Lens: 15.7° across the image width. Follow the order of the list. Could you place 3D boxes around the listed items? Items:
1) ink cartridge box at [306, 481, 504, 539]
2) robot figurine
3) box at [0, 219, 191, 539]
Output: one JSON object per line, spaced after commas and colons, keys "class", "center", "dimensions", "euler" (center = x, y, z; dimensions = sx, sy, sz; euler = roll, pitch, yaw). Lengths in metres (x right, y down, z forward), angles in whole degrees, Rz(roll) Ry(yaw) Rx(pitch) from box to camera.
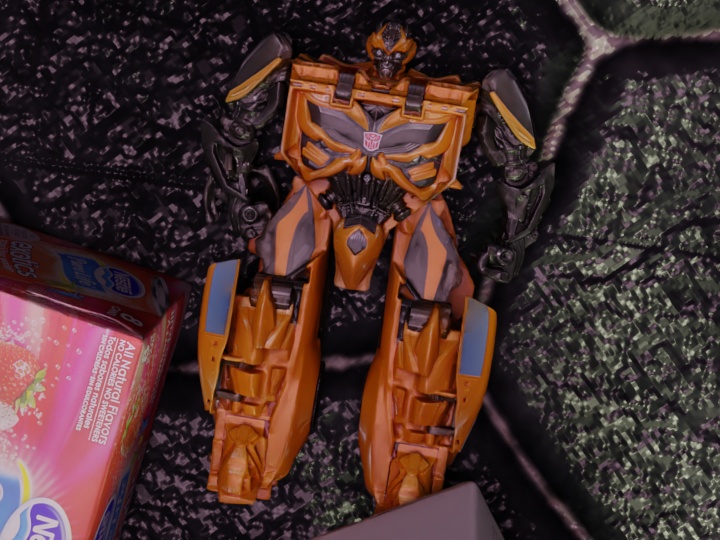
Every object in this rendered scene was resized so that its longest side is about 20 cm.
{"class": "ink cartridge box", "center": [0.047, 0.210, 1.024], "dimensions": [0.083, 0.145, 0.200], "euler": [-21, 117, 14]}
{"class": "robot figurine", "center": [0.000, 0.000, 1.053], "dimensions": [0.144, 0.058, 0.201], "euler": [8, 104, 3]}
{"class": "box", "center": [-0.147, 0.092, 1.074], "dimensions": [0.095, 0.100, 0.201], "euler": [18, 104, 4]}
